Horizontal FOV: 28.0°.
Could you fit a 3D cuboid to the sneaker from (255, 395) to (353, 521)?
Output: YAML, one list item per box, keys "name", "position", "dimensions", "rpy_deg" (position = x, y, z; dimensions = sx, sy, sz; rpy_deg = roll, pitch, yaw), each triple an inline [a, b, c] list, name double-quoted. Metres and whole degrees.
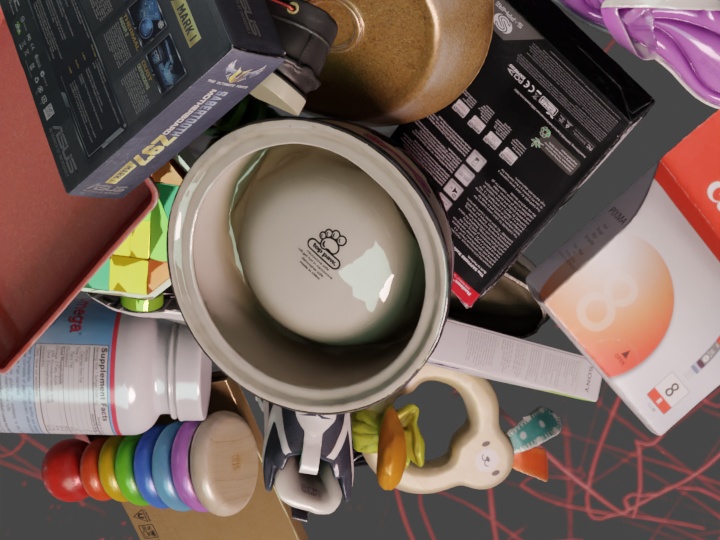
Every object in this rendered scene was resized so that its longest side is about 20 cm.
- name: "sneaker"
  position: [-0.049, 0.145, 1.186]
  dimensions: [0.078, 0.131, 0.199]
  rpy_deg: [10, 159, -12]

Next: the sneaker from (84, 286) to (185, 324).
- name: "sneaker"
  position: [-0.143, 0.011, 1.127]
  dimensions: [0.198, 0.075, 0.079]
  rpy_deg: [20, 170, -4]

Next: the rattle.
- name: "rattle"
  position: [0.098, 0.147, 1.202]
  dimensions: [0.198, 0.132, 0.143]
  rpy_deg: [27, 170, -15]

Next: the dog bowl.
- name: "dog bowl"
  position: [-0.026, -0.011, 0.961]
  dimensions: [0.197, 0.074, 0.203]
  rpy_deg: [7, 111, 19]

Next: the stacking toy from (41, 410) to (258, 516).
- name: "stacking toy"
  position: [-0.188, 0.167, 1.235]
  dimensions: [0.198, 0.086, 0.086]
  rpy_deg: [-6, 138, 30]

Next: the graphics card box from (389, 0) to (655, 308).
- name: "graphics card box"
  position: [0.092, -0.084, 0.990]
  dimensions: [0.125, 0.051, 0.201]
  rpy_deg: [44, 131, 9]

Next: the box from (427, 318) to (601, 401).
- name: "box"
  position: [0.069, 0.058, 1.117]
  dimensions: [0.198, 0.037, 0.144]
  rpy_deg: [17, 175, -25]

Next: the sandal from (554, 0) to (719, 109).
- name: "sandal"
  position: [0.200, -0.164, 0.945]
  dimensions: [0.201, 0.050, 0.082]
  rpy_deg: [27, 131, -23]

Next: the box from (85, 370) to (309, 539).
- name: "box"
  position: [-0.148, 0.184, 1.286]
  dimensions: [0.161, 0.021, 0.202]
  rpy_deg: [-10, 117, 23]

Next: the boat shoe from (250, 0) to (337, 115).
- name: "boat shoe"
  position: [-0.094, -0.159, 0.900]
  dimensions: [0.200, 0.064, 0.074]
  rpy_deg: [28, 176, 37]

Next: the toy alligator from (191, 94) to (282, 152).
- name: "toy alligator"
  position: [-0.117, -0.123, 0.979]
  dimensions: [0.199, 0.060, 0.054]
  rpy_deg: [29, 167, -26]

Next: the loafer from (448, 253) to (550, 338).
- name: "loafer"
  position: [0.059, 0.009, 1.092]
  dimensions: [0.198, 0.070, 0.075]
  rpy_deg: [24, 132, -17]

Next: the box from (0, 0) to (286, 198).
- name: "box"
  position: [-0.142, -0.168, 0.852]
  dimensions: [0.157, 0.202, 0.051]
  rpy_deg: [-35, 160, 34]

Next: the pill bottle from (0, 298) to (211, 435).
- name: "pill bottle"
  position: [-0.223, 0.077, 1.170]
  dimensions: [0.197, 0.110, 0.110]
  rpy_deg: [1, 137, 0]

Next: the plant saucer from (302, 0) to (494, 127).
- name: "plant saucer"
  position: [-0.014, -0.166, 0.925]
  dimensions: [0.197, 0.036, 0.202]
  rpy_deg: [11, 133, 12]

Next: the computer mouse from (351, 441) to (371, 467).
- name: "computer mouse"
  position: [-0.051, 0.195, 1.316]
  dimensions: [0.198, 0.044, 0.109]
  rpy_deg: [-20, 158, 25]

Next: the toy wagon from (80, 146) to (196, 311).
- name: "toy wagon"
  position: [-0.166, -0.047, 1.037]
  dimensions: [0.197, 0.040, 0.157]
  rpy_deg: [7, 112, 3]

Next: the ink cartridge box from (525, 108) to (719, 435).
- name: "ink cartridge box"
  position: [0.243, 0.003, 1.052]
  dimensions: [0.199, 0.050, 0.162]
  rpy_deg: [-40, 117, 9]

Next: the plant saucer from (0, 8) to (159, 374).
- name: "plant saucer"
  position: [-0.237, -0.067, 0.984]
  dimensions: [0.199, 0.037, 0.201]
  rpy_deg: [-43, 78, 29]
